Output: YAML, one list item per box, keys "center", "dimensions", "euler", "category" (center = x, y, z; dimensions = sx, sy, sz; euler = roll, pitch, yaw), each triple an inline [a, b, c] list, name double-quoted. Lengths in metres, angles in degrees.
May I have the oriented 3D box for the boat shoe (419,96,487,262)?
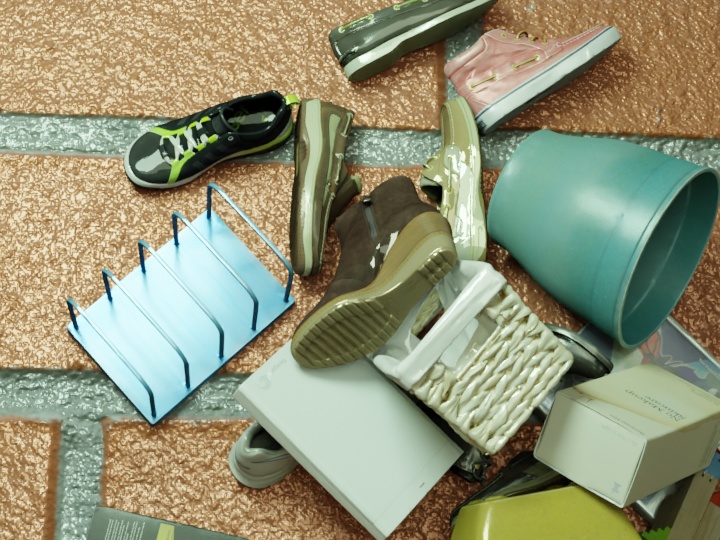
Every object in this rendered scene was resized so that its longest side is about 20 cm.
- center: [0.096, -0.095, 1.572]
  dimensions: [0.066, 0.074, 0.201]
  euler: [-2, 67, -4]
  category: "boat shoe"

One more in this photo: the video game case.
- center: [0.300, 0.139, 1.543]
  dimensions: [0.200, 0.023, 0.182]
  euler: [44, 73, 9]
  category: "video game case"

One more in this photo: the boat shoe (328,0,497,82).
- center: [0.061, -0.282, 1.631]
  dimensions: [0.200, 0.072, 0.061]
  euler: [-27, 80, -11]
  category: "boat shoe"

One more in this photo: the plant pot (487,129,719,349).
- center: [0.241, -0.051, 1.509]
  dimensions: [0.187, 0.200, 0.200]
  euler: [29, 70, 26]
  category: "plant pot"

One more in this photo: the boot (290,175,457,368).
- center: [0.000, 0.000, 1.460]
  dimensions: [0.199, 0.167, 0.072]
  euler: [-36, 122, 2]
  category: "boot"

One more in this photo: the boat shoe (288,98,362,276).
- center: [-0.034, -0.090, 1.557]
  dimensions: [0.074, 0.075, 0.204]
  euler: [6, 71, -9]
  category: "boat shoe"

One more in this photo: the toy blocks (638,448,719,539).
- center: [0.378, 0.272, 1.477]
  dimensions: [0.199, 0.100, 0.137]
  euler: [36, 62, -5]
  category: "toy blocks"

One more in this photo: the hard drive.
- center: [-0.010, 0.150, 1.423]
  dimensions: [0.200, 0.026, 0.132]
  euler: [44, 53, 6]
  category: "hard drive"

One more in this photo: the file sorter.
- center: [-0.182, 0.030, 1.475]
  dimensions: [0.200, 0.123, 0.139]
  euler: [-41, 80, -16]
  category: "file sorter"

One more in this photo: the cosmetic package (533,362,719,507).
- center: [0.264, 0.153, 1.394]
  dimensions: [0.103, 0.199, 0.074]
  euler: [28, 110, 30]
  category: "cosmetic package"

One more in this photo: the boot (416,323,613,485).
- center: [0.145, 0.138, 1.493]
  dimensions: [0.199, 0.069, 0.175]
  euler: [12, 69, 25]
  category: "boot"

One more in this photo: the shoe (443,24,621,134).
- center: [0.192, -0.242, 1.631]
  dimensions: [0.199, 0.071, 0.091]
  euler: [-33, 83, -11]
  category: "shoe"

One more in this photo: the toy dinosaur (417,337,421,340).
- center: [0.032, 0.009, 1.541]
  dimensions: [0.102, 0.077, 0.201]
  euler: [20, 61, -15]
  category: "toy dinosaur"

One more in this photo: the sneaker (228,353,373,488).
- center: [-0.044, 0.145, 1.470]
  dimensions: [0.200, 0.087, 0.075]
  euler: [-38, 77, -17]
  category: "sneaker"

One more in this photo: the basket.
- center: [0.104, 0.079, 1.375]
  dimensions: [0.123, 0.200, 0.136]
  euler: [41, 87, -6]
  category: "basket"

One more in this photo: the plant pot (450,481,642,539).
- center: [0.175, 0.306, 1.368]
  dimensions: [0.193, 0.196, 0.202]
  euler: [-9, 81, -9]
  category: "plant pot"

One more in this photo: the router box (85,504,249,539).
- center: [-0.204, 0.342, 1.404]
  dimensions: [0.156, 0.052, 0.201]
  euler: [13, 71, -1]
  category: "router box"

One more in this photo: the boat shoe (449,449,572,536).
- center: [0.178, 0.216, 1.484]
  dimensions: [0.200, 0.072, 0.066]
  euler: [-27, 38, 1]
  category: "boat shoe"

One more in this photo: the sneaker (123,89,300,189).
- center: [-0.161, -0.152, 1.557]
  dimensions: [0.199, 0.083, 0.072]
  euler: [-22, 75, -13]
  category: "sneaker"
